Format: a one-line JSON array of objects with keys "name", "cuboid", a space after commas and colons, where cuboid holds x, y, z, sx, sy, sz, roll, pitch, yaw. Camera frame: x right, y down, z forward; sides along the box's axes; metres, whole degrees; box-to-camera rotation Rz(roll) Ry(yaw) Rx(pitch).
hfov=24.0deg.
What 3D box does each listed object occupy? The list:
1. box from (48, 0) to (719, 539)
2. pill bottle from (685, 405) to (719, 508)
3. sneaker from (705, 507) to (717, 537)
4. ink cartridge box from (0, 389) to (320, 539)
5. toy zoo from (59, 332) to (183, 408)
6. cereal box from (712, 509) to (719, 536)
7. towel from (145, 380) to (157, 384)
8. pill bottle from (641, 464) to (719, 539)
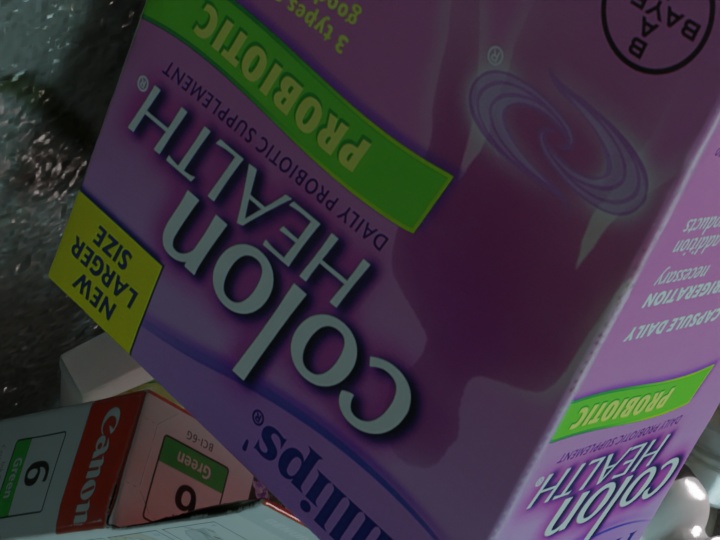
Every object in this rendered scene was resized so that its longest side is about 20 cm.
[{"name": "box", "cuboid": [0.027, -0.036, 0.468, 0.097, 0.176, 0.200, -10, 132, -49]}, {"name": "pill bottle", "cuboid": [0.223, 0.027, 0.929, 0.111, 0.111, 0.200, -5, 126, -52]}, {"name": "sneaker", "cuboid": [0.150, 0.138, 0.962, 0.075, 0.089, 0.200, -30, -159, 26]}, {"name": "ink cartridge box", "cuboid": [-0.059, 0.086, 0.567, 0.200, 0.050, 0.109, -15, 142, 42]}, {"name": "toy zoo", "cuboid": [-0.055, 0.051, 0.666, 0.131, 0.020, 0.200, -21, 154, -23]}, {"name": "cereal box", "cuboid": [0.234, 0.125, 1.005, 0.039, 0.144, 0.200, 27, 88, -23]}, {"name": "towel", "cuboid": [0.000, 0.000, 0.704, 0.200, 0.031, 0.149, -37, 155, -7]}, {"name": "pill bottle", "cuboid": [0.092, 0.106, 0.808, 0.114, 0.200, 0.114, -32, 155, -17]}]
